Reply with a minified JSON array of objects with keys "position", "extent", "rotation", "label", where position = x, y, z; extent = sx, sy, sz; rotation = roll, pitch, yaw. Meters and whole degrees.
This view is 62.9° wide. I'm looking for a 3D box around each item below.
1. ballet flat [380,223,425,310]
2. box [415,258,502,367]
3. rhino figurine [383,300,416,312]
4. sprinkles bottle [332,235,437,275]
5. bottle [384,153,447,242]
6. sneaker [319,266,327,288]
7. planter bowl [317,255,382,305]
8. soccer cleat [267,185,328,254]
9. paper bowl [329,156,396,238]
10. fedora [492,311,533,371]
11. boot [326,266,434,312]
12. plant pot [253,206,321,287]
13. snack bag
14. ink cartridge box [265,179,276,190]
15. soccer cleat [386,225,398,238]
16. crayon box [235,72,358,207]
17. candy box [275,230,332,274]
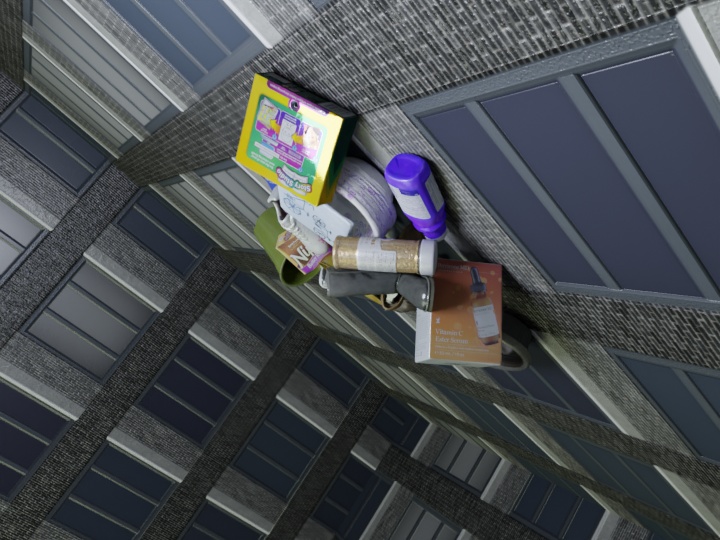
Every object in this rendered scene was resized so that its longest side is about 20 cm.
[{"position":[0.088,0.000,1.268],"extent":[0.067,0.201,0.072],"rotation":[24,-163,6],"label":"ballet flat"},{"position":[0.198,0.089,1.194],"extent":[0.151,0.202,0.106],"rotation":[5,168,-9],"label":"box"},{"position":[0.120,0.090,1.664],"extent":[0.087,0.060,0.200],"rotation":[2,173,-20],"label":"rhino figurine"},{"position":[0.048,-0.030,1.138],"extent":[0.198,0.069,0.068],"rotation":[3,156,12],"label":"sprinkles bottle"},{"position":[0.112,-0.126,1.082],"extent":[0.083,0.066,0.200],"rotation":[25,161,38],"label":"bottle"},{"position":[-0.070,-0.005,1.601],"extent":[0.074,0.200,0.087],"rotation":[39,123,-7],"label":"sneaker"},{"position":[0.000,0.000,1.438],"extent":[0.199,0.084,0.200],"rotation":[32,174,4],"label":"planter bowl"},{"position":[-0.150,-0.108,1.388],"extent":[0.069,0.086,0.201],"rotation":[-18,114,37],"label":"soccer cleat"},{"position":[-0.014,-0.150,1.200],"extent":[0.200,0.105,0.201],"rotation":[34,162,13],"label":"paper bowl"},{"position":[0.333,0.160,1.407],"extent":[0.176,0.091,0.200],"rotation":[36,159,-6],"label":"fedora"},{"position":[0.033,0.031,1.148],"extent":[0.198,0.073,0.182],"rotation":[5,-168,-11],"label":"boot"},{"position":[-0.210,-0.089,1.728],"extent":[0.190,0.200,0.200],"rotation":[43,170,27],"label":"plant pot"},{"position":[-0.093,-0.121,1.223],"extent":[0.199,0.021,0.189],"rotation":[37,162,8],"label":"snack bag"},{"position":[-0.155,-0.204,1.449],"extent":[0.199,0.044,0.094],"rotation":[19,146,48],"label":"ink cartridge box"},{"position":[0.003,-0.087,1.356],"extent":[0.199,0.070,0.087],"rotation":[-8,119,49],"label":"soccer cleat"},{"position":[-0.121,-0.240,1.079],"extent":[0.199,0.058,0.174],"rotation":[31,121,18],"label":"crayon box"},{"position":[-0.106,-0.081,1.504],"extent":[0.199,0.057,0.117],"rotation":[-28,125,27],"label":"candy box"}]
